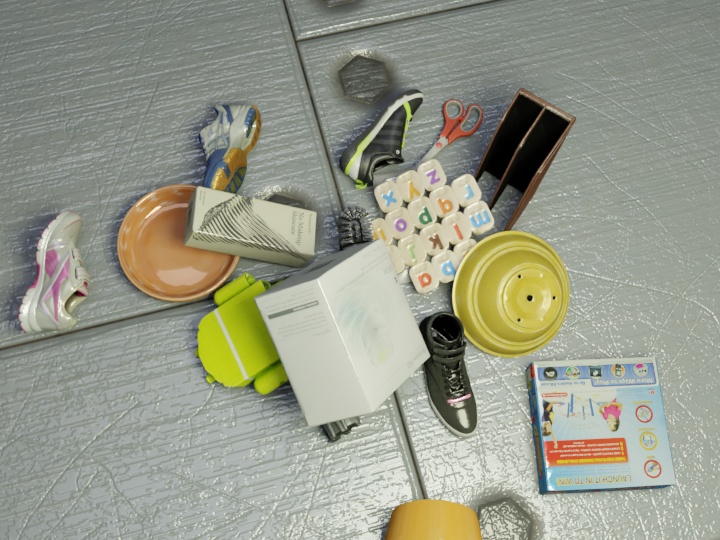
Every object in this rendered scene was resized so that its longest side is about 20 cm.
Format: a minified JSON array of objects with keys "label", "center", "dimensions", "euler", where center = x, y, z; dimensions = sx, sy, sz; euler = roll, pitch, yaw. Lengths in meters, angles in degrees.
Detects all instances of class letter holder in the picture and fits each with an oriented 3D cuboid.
[{"label":"letter holder","center":[0.238,-0.158,1.438],"dimensions":[0.100,0.200,0.142],"euler":[31,58,8]}]

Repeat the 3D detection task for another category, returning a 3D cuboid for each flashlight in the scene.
[{"label":"flashlight","center":[-0.064,0.157,1.393],"dimensions":[0.068,0.068,0.201],"euler":[-27,73,-12]}]

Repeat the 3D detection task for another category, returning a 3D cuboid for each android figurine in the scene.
[{"label":"android figurine","center":[-0.169,0.099,1.386],"dimensions":[0.199,0.041,0.183],"euler":[-35,72,15]}]

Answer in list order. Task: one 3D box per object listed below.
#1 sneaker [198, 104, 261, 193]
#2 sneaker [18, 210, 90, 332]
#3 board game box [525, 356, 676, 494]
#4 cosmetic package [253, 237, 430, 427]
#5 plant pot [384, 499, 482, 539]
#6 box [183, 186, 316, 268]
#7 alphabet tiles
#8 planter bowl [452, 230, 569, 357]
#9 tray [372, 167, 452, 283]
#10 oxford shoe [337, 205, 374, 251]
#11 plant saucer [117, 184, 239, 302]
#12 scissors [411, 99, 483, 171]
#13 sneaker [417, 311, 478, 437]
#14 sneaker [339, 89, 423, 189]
[{"label":"sneaker","center":[-0.233,-0.195,1.507],"dimensions":[0.087,0.076,0.201],"euler":[8,52,12]},{"label":"sneaker","center":[-0.462,0.007,1.423],"dimensions":[0.088,0.081,0.202],"euler":[11,78,0]},{"label":"board game box","center":[0.365,0.237,1.393],"dimensions":[0.198,0.056,0.197],"euler":[-1,71,-4]},{"label":"cosmetic package","center":[-0.020,0.085,1.308],"dimensions":[0.122,0.199,0.201],"euler":[-17,100,32]},{"label":"plant pot","center":[0.100,0.426,1.251],"dimensions":[0.198,0.201,0.184],"euler":[5,55,-1]},{"label":"box","center":[-0.173,-0.067,1.433],"dimensions":[0.199,0.068,0.083],"euler":[10,68,-21]},{"label":"alphabet tiles","center":[0.110,-0.072,1.468],"dimensions":[0.199,0.015,0.197],"euler":[-26,76,6]},{"label":"planter bowl","center":[0.248,0.040,1.405],"dimensions":[0.199,0.083,0.202],"euler":[-1,93,-11]},{"label":"tray","center":[0.089,-0.082,1.511],"dimensions":[0.107,0.022,0.201],"euler":[-11,71,-6]},{"label":"oxford shoe","center":[0.000,0.000,1.452],"dimensions":[0.072,0.084,0.202],"euler":[1,90,1]},{"label":"plant saucer","center":[-0.290,-0.042,1.468],"dimensions":[0.198,0.037,0.202],"euler":[1,70,-4]},{"label":"scissors","center":[0.147,-0.219,1.556],"dimensions":[0.073,0.014,0.201],"euler":[27,63,5]},{"label":"sneaker","center":[0.136,0.154,1.388],"dimensions":[0.070,0.099,0.201],"euler":[-14,73,-10]},{"label":"sneaker","center":[0.050,-0.216,1.537],"dimensions":[0.083,0.072,0.200],"euler":[42,81,7]}]
